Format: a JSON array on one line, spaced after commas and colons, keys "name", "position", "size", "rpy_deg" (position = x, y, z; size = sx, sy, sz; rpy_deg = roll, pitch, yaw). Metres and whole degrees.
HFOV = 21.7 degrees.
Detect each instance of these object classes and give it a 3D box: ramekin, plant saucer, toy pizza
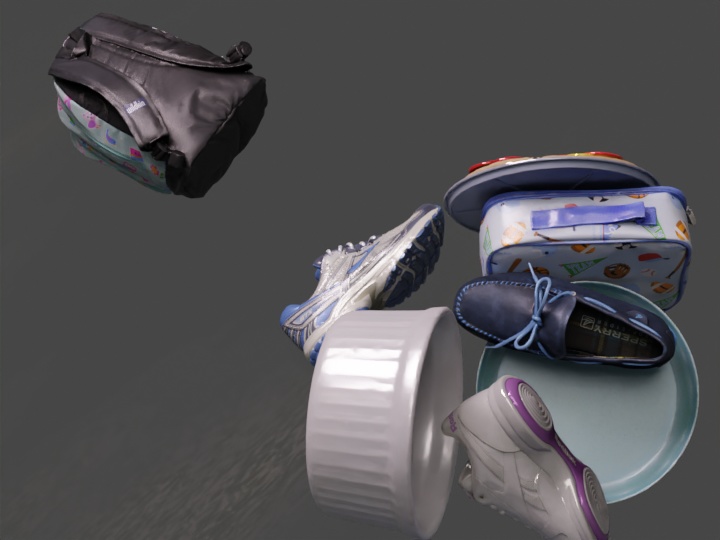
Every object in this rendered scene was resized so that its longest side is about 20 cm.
[{"name": "ramekin", "position": [0.022, 0.128, 1.633], "size": [0.097, 0.201, 0.201], "rpy_deg": [5, 61, 15]}, {"name": "plant saucer", "position": [0.203, 0.111, 1.693], "size": [0.199, 0.027, 0.202], "rpy_deg": [-1, 81, 5]}, {"name": "toy pizza", "position": [0.175, -0.074, 1.730], "size": [0.199, 0.200, 0.032], "rpy_deg": [-3, 72, 2]}]

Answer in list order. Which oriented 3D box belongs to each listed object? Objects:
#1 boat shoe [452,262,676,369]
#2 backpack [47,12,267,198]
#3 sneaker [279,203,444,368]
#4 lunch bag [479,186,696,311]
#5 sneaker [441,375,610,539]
[{"name": "boat shoe", "position": [0.180, 0.040, 1.651], "size": [0.199, 0.069, 0.085], "rpy_deg": [6, 96, 6]}, {"name": "backpack", "position": [-0.210, -0.161, 1.848], "size": [0.199, 0.127, 0.167], "rpy_deg": [25, 54, 18]}, {"name": "sneaker", "position": [0.000, 0.000, 1.773], "size": [0.085, 0.077, 0.200], "rpy_deg": [34, 67, 25]}, {"name": "lunch bag", "position": [0.209, -0.020, 1.720], "size": [0.199, 0.161, 0.076], "rpy_deg": [-3, 61, 3]}, {"name": "sneaker", "position": [0.147, 0.186, 1.634], "size": [0.099, 0.075, 0.201], "rpy_deg": [-28, 102, 23]}]
